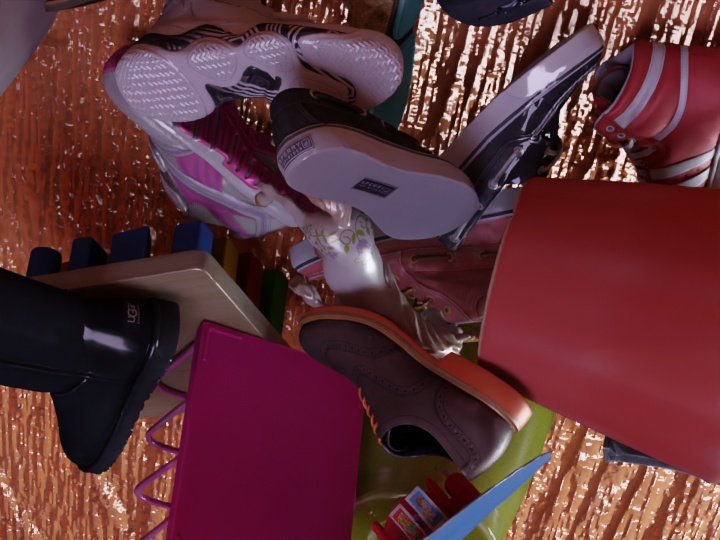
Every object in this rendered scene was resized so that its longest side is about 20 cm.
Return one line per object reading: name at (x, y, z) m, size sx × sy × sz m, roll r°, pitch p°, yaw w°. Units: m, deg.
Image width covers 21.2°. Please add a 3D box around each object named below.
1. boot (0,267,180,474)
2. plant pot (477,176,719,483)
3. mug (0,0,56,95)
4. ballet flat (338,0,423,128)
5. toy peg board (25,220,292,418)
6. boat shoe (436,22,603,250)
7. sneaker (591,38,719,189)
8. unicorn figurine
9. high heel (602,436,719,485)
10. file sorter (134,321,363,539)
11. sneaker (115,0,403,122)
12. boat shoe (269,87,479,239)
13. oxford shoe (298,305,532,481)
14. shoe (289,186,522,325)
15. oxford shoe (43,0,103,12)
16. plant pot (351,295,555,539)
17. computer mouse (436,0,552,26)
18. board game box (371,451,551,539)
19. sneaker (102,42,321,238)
boot at (-0.241, 0.070, 1.419) m, size 0.167 × 0.077 × 0.200 m, roll 13°, pitch 141°, yaw -19°
plant pot at (0.181, 0.027, 1.293) m, size 0.177 × 0.201 × 0.201 m, roll 14°, pitch 136°, yaw 11°
mug at (-0.320, -0.158, 1.346) m, size 0.186 × 0.154 × 0.150 m, roll -6°, pitch 133°, yaw 20°
ballet flat at (0.008, -0.168, 1.328) m, size 0.070 × 0.071 × 0.200 m, roll 13°, pitch 136°, yaw 1°
toy peg board at (-0.162, 0.022, 1.500) m, size 0.199 × 0.098 × 0.199 m, roll -9°, pitch 146°, yaw 21°
boat shoe at (0.110, -0.088, 1.345) m, size 0.068 × 0.072 × 0.200 m, roll 46°, pitch 120°, yaw 2°
sneaker at (0.204, -0.078, 1.357) m, size 0.112 × 0.071 × 0.201 m, roll 11°, pitch 128°, yaw -3°
unicorn figurine at (0.000, 0.000, 1.371) m, size 0.137 × 0.074 × 0.200 m, roll 29°, pitch 167°, yaw 44°
high heel at (0.256, 0.108, 1.521) m, size 0.142 × 0.072 × 0.200 m, roll 5°, pitch 152°, yaw 17°
file sorter at (-0.093, 0.168, 1.447) m, size 0.139 × 0.201 × 0.125 m, roll 19°, pitch 149°, yaw -22°
sneaker at (-0.060, -0.161, 1.305) m, size 0.199 × 0.115 × 0.075 m, roll -1°, pitch 134°, yaw 18°
boat shoe at (0.012, -0.072, 1.275) m, size 0.069 × 0.057 × 0.200 m, roll -33°, pitch 151°, yaw 23°
oxford shoe at (0.020, 0.081, 1.314) m, size 0.200 × 0.073 × 0.071 m, roll 22°, pitch 161°, yaw 42°
shoe at (0.044, 0.002, 1.449) m, size 0.199 × 0.071 × 0.091 m, roll -13°, pitch 86°, yaw 20°
oxford shoe at (-0.144, -0.231, 1.307) m, size 0.199 × 0.071 × 0.071 m, roll -22°, pitch 98°, yaw 31°
plant pot at (0.055, 0.144, 1.526) m, size 0.199 × 0.193 × 0.201 m, roll 7°, pitch 135°, yaw 7°
computer mouse at (0.120, -0.179, 1.245) m, size 0.059 × 0.034 × 0.200 m, roll 31°, pitch 163°, yaw -35°
board game box at (0.046, 0.175, 1.346) m, size 0.039 × 0.158 × 0.200 m, roll 51°, pitch 131°, yaw 12°
sneaker at (-0.120, -0.084, 1.422) m, size 0.088 × 0.082 × 0.200 m, roll -31°, pitch 120°, yaw 34°
